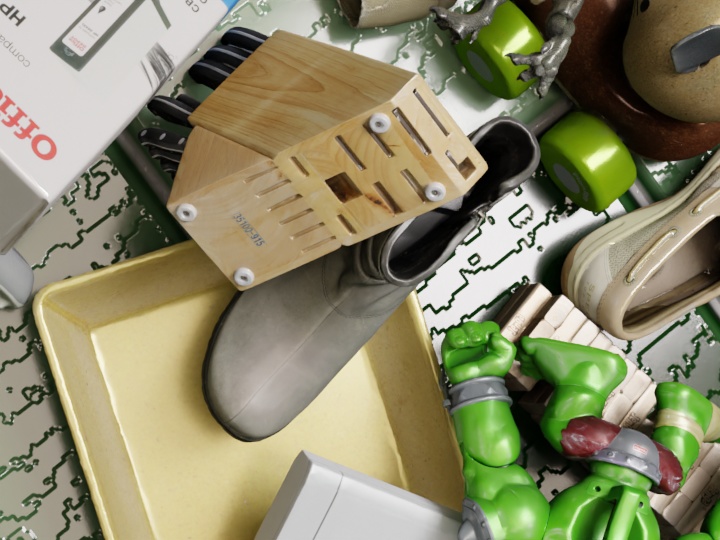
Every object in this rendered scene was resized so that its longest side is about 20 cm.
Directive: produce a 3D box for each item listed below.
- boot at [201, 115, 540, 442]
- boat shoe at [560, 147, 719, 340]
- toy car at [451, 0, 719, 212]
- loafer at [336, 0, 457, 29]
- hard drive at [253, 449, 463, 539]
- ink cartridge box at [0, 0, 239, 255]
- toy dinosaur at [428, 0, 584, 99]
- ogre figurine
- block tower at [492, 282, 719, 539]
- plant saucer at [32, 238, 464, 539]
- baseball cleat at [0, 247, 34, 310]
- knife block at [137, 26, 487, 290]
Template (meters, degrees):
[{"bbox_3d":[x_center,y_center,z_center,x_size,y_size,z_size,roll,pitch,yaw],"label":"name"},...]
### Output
[{"bbox_3d":[0.000,0.000,1.070,0.068,0.131,0.200,42,79,-8],"label":"boot"},{"bbox_3d":[0.209,-0.023,1.189,0.199,0.065,0.073,-29,123,-12],"label":"boat shoe"},{"bbox_3d":[0.168,-0.137,1.128,0.164,0.200,0.158,-40,97,-12],"label":"toy car"},{"bbox_3d":[-0.020,-0.216,1.153,0.068,0.076,0.201,-36,96,-18],"label":"loafer"},{"bbox_3d":[0.026,0.189,1.132,0.199,0.027,0.133,24,98,-25],"label":"hard drive"},{"bbox_3d":[-0.162,-0.132,1.080,0.146,0.084,0.200,43,57,-9],"label":"ink cartridge box"},{"bbox_3d":[0.093,-0.139,1.088,0.088,0.200,0.048,-46,125,-10],"label":"toy dinosaur"},{"bbox_3d":[0.127,0.109,1.104,0.199,0.098,0.121,28,66,-21],"label":"ogre figurine"},{"bbox_3d":[0.152,0.095,1.189,0.200,0.054,0.058,42,80,-8],"label":"block tower"},{"bbox_3d":[-0.055,0.078,1.145,0.199,0.048,0.202,-18,91,-14],"label":"plant saucer"},{"bbox_3d":[-0.225,-0.074,1.103,0.200,0.070,0.107,44,73,-11],"label":"baseball cleat"},{"bbox_3d":[-0.026,-0.082,1.083,0.064,0.199,0.176,49,34,-29],"label":"knife block"}]
